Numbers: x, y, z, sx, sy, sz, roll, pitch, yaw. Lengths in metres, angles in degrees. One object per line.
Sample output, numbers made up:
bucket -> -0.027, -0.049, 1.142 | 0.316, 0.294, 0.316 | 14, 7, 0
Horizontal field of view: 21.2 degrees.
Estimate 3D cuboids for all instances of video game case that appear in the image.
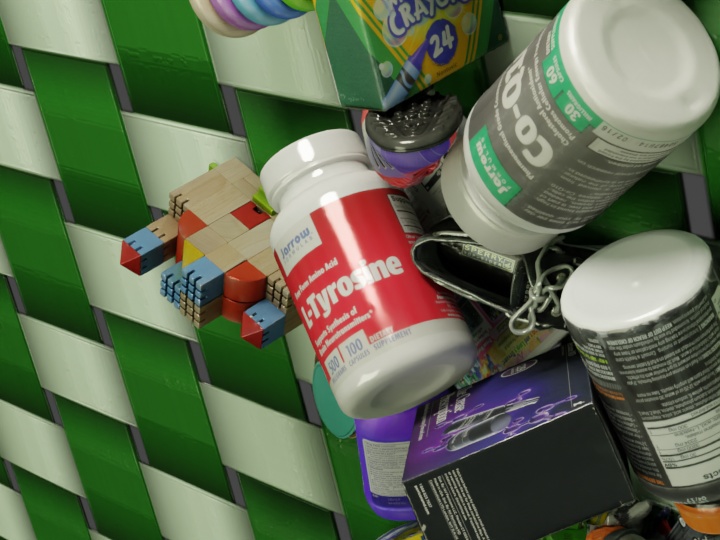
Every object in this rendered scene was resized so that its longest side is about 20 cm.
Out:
video game case -> 0.082, -0.003, 1.474 | 0.182, 0.024, 0.200 | 52, 145, 9

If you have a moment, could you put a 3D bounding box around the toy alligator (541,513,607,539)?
toy alligator -> 0.139, 0.179, 1.459 | 0.200, 0.059, 0.055 | -169, 86, -78

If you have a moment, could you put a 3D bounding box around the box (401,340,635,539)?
box -> 0.110, 0.126, 1.344 | 0.200, 0.140, 0.079 | -67, -44, -79

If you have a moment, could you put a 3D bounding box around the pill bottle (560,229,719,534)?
pill bottle -> 0.214, 0.081, 1.277 | 0.106, 0.106, 0.201 | 11, 136, 48

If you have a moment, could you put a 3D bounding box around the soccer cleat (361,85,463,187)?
soccer cleat -> 0.035, -0.088, 1.338 | 0.200, 0.068, 0.074 | -111, 14, -75

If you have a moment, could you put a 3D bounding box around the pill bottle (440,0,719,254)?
pill bottle -> 0.136, -0.093, 1.248 | 0.113, 0.113, 0.200 | 54, 146, 7

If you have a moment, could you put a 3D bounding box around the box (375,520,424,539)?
box -> 0.065, 0.246, 1.649 | 0.065, 0.070, 0.200 | 59, 147, 2

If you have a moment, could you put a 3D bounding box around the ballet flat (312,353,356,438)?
ballet flat -> -0.003, 0.067, 1.596 | 0.070, 0.065, 0.201 | 38, 153, 23

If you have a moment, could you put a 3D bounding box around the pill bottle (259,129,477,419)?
pill bottle -> 0.000, 0.000, 1.438 | 0.201, 0.112, 0.112 | 65, 150, 21

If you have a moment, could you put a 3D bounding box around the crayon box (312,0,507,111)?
crayon box -> 0.020, -0.223, 1.283 | 0.051, 0.125, 0.201 | 11, 124, 48

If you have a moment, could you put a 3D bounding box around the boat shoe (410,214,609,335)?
boat shoe -> 0.128, 0.008, 1.349 | 0.198, 0.068, 0.074 | 25, 117, 24

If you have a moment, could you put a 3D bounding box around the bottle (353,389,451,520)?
bottle -> 0.035, 0.118, 1.558 | 0.066, 0.083, 0.201 | -95, -2, -47

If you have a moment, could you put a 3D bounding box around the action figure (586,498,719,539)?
action figure -> 0.218, 0.234, 1.394 | 0.201, 0.104, 0.194 | 106, 152, -43

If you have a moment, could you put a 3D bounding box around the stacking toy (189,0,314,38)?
stacking toy -> -0.040, -0.223, 1.410 | 0.199, 0.085, 0.086 | -1, 115, 49

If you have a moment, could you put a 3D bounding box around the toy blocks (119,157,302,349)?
toy blocks -> -0.108, -0.008, 1.612 | 0.200, 0.136, 0.100 | 39, 142, 26
